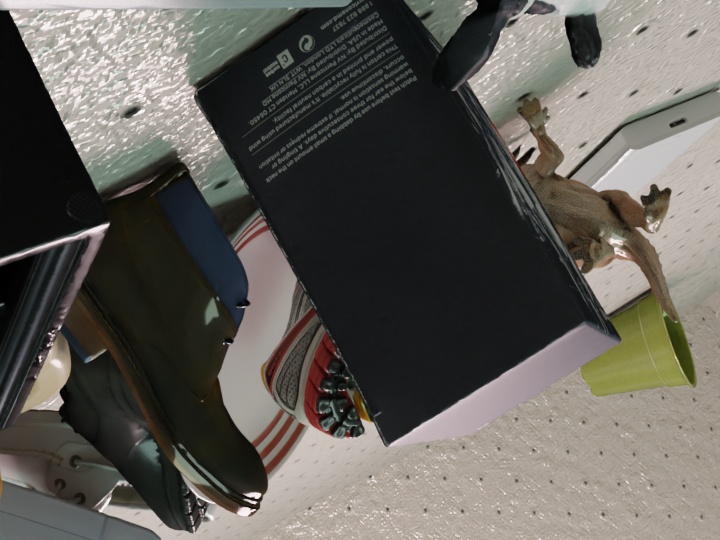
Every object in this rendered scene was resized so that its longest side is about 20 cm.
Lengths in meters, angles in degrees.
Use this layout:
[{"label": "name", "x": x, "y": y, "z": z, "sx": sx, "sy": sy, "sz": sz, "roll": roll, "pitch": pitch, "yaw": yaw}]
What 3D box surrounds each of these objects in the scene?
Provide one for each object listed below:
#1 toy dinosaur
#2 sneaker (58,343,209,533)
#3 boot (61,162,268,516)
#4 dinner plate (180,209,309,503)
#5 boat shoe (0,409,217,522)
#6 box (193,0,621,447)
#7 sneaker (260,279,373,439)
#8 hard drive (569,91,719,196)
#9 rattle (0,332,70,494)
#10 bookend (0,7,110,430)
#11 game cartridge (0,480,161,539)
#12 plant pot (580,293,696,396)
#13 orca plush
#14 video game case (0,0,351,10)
[{"label": "toy dinosaur", "x": 0.145, "y": -0.037, "z": 0.936, "sx": 0.086, "sy": 0.198, "sz": 0.136, "roll": -58, "pitch": 172, "yaw": -8}, {"label": "sneaker", "x": -0.140, "y": 0.092, "z": 0.836, "sx": 0.089, "sy": 0.076, "sz": 0.202, "roll": 6, "pitch": 136, "yaw": 17}, {"label": "boot", "x": -0.080, "y": 0.040, "z": 0.691, "sx": 0.096, "sy": 0.201, "sz": 0.075, "roll": -37, "pitch": -148, "yaw": -3}, {"label": "dinner plate", "x": -0.063, "y": 0.046, "z": 0.827, "sx": 0.200, "sy": 0.024, "sz": 0.202, "roll": -45, "pitch": 145, "yaw": -45}, {"label": "boat shoe", "x": -0.186, "y": 0.140, "z": 0.899, "sx": 0.197, "sy": 0.070, "sz": 0.071, "roll": 8, "pitch": 154, "yaw": -22}, {"label": "box", "x": 0.034, "y": -0.020, "z": 0.657, "sx": 0.103, "sy": 0.184, "sz": 0.200, "roll": -31, "pitch": 168, "yaw": 11}, {"label": "sneaker", "x": 0.000, "y": 0.000, "z": 0.815, "sx": 0.078, "sy": 0.082, "sz": 0.202, "roll": 45, "pitch": 67, "yaw": -40}, {"label": "hard drive", "x": 0.236, "y": -0.088, "z": 1.227, "sx": 0.131, "sy": 0.026, "sz": 0.200, "roll": -22, "pitch": 165, "yaw": -31}, {"label": "rattle", "x": -0.208, "y": 0.103, "z": 0.687, "sx": 0.129, "sy": 0.144, "sz": 0.200, "roll": -20, "pitch": 164, "yaw": -33}, {"label": "bookend", "x": -0.210, "y": 0.017, "z": 0.451, "sx": 0.198, "sy": 0.093, "sz": 0.199, "roll": -21, "pitch": 165, "yaw": -32}, {"label": "game cartridge", "x": -0.220, "y": 0.153, "z": 0.812, "sx": 0.198, "sy": 0.041, "sz": 0.133, "roll": 20, "pitch": 164, "yaw": -11}, {"label": "plant pot", "x": 0.514, "y": 0.153, "z": 2.523, "sx": 0.188, "sy": 0.203, "sz": 0.200, "roll": -20, "pitch": 172, "yaw": 21}, {"label": "orca plush", "x": 0.056, "y": -0.124, "z": 0.531, "sx": 0.070, "sy": 0.106, "sz": 0.201, "roll": 2, "pitch": -144, "yaw": 24}, {"label": "video game case", "x": -0.016, "y": -0.146, "z": 0.420, "sx": 0.199, "sy": 0.022, "sz": 0.182, "roll": -14, "pitch": 160, "yaw": -50}]
